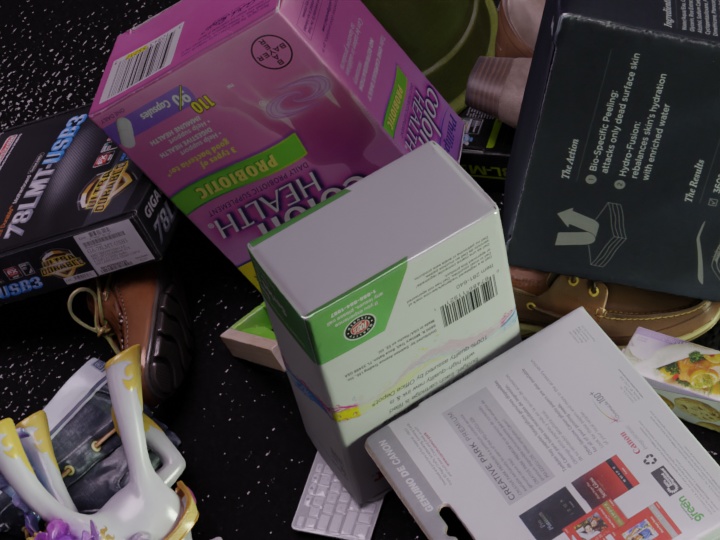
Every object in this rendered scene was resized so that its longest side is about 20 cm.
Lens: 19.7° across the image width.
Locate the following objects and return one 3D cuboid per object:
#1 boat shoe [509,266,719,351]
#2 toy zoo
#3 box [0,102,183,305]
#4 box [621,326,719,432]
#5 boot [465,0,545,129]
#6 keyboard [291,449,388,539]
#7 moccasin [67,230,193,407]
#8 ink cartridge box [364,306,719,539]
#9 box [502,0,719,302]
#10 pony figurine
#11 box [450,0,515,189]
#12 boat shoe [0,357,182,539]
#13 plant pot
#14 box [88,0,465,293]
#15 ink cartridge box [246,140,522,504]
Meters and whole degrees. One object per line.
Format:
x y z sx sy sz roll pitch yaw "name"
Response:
0.150 0.010 1.434 0.199 0.068 0.072 5 53 20 "boat shoe"
0.000 0.000 1.472 0.200 0.021 0.131 -37 14 -14 "toy zoo"
-0.213 -0.060 1.562 0.198 0.050 0.200 -13 33 25 "box"
0.263 0.088 1.352 0.199 0.042 0.039 18 59 28 "box"
0.167 -0.159 1.521 0.146 0.070 0.200 12 51 14 "boot"
0.008 0.100 1.441 0.056 0.011 0.201 5 53 21 "keyboard"
-0.169 0.023 1.518 0.077 0.074 0.202 -18 48 5 "moccasin"
0.126 0.149 1.314 0.175 0.084 0.200 -29 48 -8 "ink cartridge box"
0.207 -0.096 1.362 0.199 0.197 0.118 10 38 -1 "box"
-0.164 0.176 1.326 0.193 0.167 0.200 -30 83 -27 "pony figurine"
0.141 -0.147 1.584 0.192 0.048 0.201 8 53 19 "box"
-0.215 0.162 1.420 0.091 0.071 0.200 41 90 4 "boat shoe"
-0.002 -0.227 1.517 0.199 0.190 0.201 -4 57 6 "plant pot"
-0.057 -0.106 1.465 0.175 0.200 0.097 -25 35 30 "box"
0.023 0.037 1.356 0.144 0.200 0.084 -30 49 -14 "ink cartridge box"
